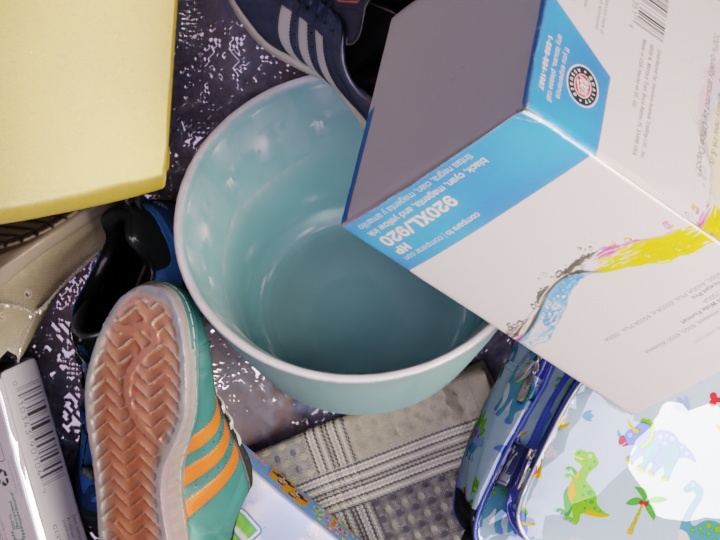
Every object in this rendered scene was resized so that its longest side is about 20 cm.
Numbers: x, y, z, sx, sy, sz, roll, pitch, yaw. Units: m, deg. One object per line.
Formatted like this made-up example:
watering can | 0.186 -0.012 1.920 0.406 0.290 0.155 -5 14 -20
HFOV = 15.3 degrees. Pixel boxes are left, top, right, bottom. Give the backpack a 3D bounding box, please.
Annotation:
backpack | 0.165 0.089 1.479 0.182 0.147 0.201 21 90 -9

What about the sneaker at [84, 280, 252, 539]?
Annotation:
sneaker | -0.102 0.093 1.486 0.071 0.080 0.202 17 116 30

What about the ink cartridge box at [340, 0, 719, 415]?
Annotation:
ink cartridge box | 0.120 -0.054 1.331 0.199 0.148 0.144 33 139 -24

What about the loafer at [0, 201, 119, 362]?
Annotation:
loafer | -0.208 0.013 1.511 0.075 0.200 0.069 15 131 37

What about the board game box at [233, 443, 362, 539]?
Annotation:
board game box | -0.051 0.211 1.563 0.200 0.037 0.152 38 105 4

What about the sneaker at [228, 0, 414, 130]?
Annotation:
sneaker | -0.005 -0.139 1.459 0.075 0.085 0.200 -37 64 -19

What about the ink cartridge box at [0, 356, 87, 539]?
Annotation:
ink cartridge box | -0.244 0.160 1.581 0.199 0.043 0.200 -9 100 37

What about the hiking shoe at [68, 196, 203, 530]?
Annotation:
hiking shoe | -0.140 0.050 1.527 0.074 0.086 0.202 20 98 41

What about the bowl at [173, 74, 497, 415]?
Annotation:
bowl | 0.000 0.000 1.484 0.199 0.105 0.202 -1 57 2

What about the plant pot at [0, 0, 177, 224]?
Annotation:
plant pot | -0.189 -0.127 1.469 0.175 0.200 0.202 3 101 -5

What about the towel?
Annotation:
towel | 0.023 0.172 1.581 0.199 0.035 0.194 -21 95 12
